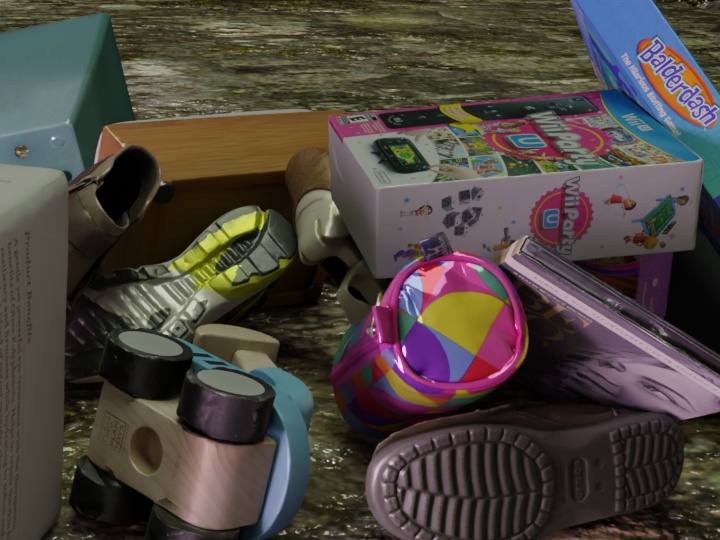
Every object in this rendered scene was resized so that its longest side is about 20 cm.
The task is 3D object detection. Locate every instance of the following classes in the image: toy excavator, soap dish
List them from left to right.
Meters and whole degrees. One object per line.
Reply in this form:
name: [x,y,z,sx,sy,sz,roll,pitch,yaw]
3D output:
soap dish: [-0.104,-0.039,1.097,0.200,0.158,0.081,-8,39,-32]
toy excavator: [-0.077,0.085,0.850,0.194,0.100,0.200,23,13,38]

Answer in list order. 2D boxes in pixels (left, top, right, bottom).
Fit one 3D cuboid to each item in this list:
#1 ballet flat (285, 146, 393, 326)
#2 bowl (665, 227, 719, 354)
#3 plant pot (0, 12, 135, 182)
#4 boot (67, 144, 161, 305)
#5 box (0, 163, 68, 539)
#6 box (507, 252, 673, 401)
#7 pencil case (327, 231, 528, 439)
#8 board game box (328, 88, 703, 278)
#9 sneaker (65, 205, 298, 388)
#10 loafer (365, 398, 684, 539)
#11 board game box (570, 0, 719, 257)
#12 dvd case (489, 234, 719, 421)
ballet flat: [0.000,0.000,1.002,0.200,0.068,0.072,56,34,9]
bowl: [0.246,0.007,1.050,0.200,0.039,0.201,19,46,-21]
plant pot: [-0.271,-0.112,1.254,0.141,0.141,0.200,-11,27,-2]
boot: [-0.193,-0.036,0.982,0.146,0.070,0.200,-35,25,22]
box: [-0.260,0.053,0.705,0.200,0.199,0.171,8,19,9]
box: [0.118,0.012,1.010,0.039,0.137,0.200,-14,26,-41]
pencil case: [0.032,0.046,0.844,0.088,0.089,0.200,2,-16,-8]
board game box: [0.091,-0.058,0.921,0.200,0.064,0.148,-5,25,-11]
sneaker: [-0.127,0.034,1.008,0.200,0.085,0.074,-28,66,-26]
loafer: [0.087,0.113,0.831,0.200,0.075,0.070,-1,7,-27]
board game box: [0.218,-0.100,0.998,0.045,0.200,0.152,-31,-21,6]
dvd case: [0.123,0.046,0.852,0.149,0.016,0.200,32,-17,-4]
